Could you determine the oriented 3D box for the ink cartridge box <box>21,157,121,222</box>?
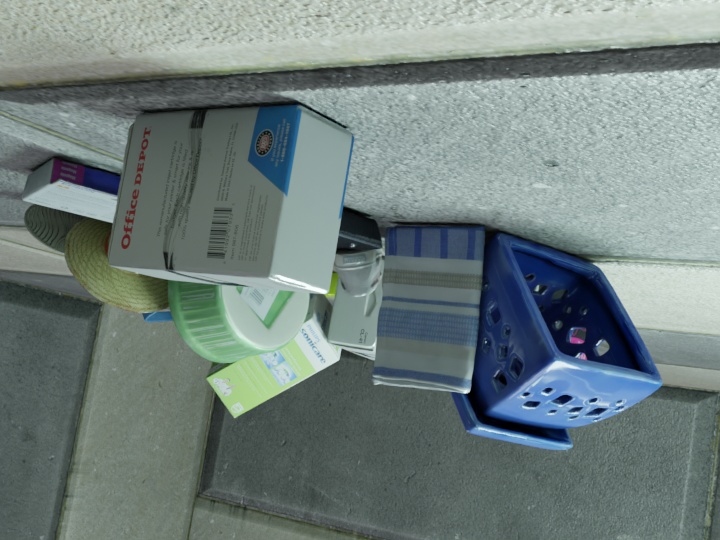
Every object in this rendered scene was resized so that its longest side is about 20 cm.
[{"bbox_3d":[-0.302,-0.092,1.327,0.196,0.043,0.200,15,169,-28],"label":"ink cartridge box"}]

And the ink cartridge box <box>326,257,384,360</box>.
[{"bbox_3d":[0.030,0.065,1.687,0.086,0.148,0.200,6,170,23],"label":"ink cartridge box"}]

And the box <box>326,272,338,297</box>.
[{"bbox_3d":[-0.154,0.010,1.888,0.200,0.048,0.122,12,172,-25],"label":"box"}]

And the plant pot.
[{"bbox_3d":[0.210,0.100,1.286,0.200,0.200,0.180,16,128,-36],"label":"plant pot"}]

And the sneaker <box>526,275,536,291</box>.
[{"bbox_3d":[0.124,0.001,1.357,0.200,0.075,0.105,12,178,12],"label":"sneaker"}]

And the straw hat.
[{"bbox_3d":[-0.314,-0.040,1.519,0.201,0.201,0.085,13,133,-28],"label":"straw hat"}]

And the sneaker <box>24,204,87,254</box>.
[{"bbox_3d":[-0.417,-0.054,1.631,0.200,0.075,0.106,17,178,-18],"label":"sneaker"}]

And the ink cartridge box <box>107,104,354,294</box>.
[{"bbox_3d":[-0.117,-0.062,0.930,0.200,0.145,0.084,4,171,37],"label":"ink cartridge box"}]

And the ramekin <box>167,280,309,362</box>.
[{"bbox_3d":[-0.165,0.030,1.508,0.098,0.200,0.200,-7,163,42],"label":"ramekin"}]

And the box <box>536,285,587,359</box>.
[{"bbox_3d":[0.248,0.100,1.474,0.132,0.200,0.115,9,172,4],"label":"box"}]

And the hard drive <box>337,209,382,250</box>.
[{"bbox_3d":[-0.080,-0.055,1.321,0.135,0.042,0.200,16,170,-41],"label":"hard drive"}]

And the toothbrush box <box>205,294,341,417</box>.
[{"bbox_3d":[-0.132,0.129,1.699,0.200,0.086,0.146,-31,-166,12],"label":"toothbrush box"}]

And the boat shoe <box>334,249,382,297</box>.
[{"bbox_3d":[0.000,0.000,1.421,0.072,0.069,0.200,-6,-175,-3],"label":"boat shoe"}]

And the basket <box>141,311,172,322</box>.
[{"bbox_3d":[-0.233,0.038,1.707,0.176,0.139,0.200,-29,168,22],"label":"basket"}]

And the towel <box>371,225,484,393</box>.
[{"bbox_3d":[0.079,0.044,1.268,0.147,0.200,0.024,3,176,40],"label":"towel"}]
